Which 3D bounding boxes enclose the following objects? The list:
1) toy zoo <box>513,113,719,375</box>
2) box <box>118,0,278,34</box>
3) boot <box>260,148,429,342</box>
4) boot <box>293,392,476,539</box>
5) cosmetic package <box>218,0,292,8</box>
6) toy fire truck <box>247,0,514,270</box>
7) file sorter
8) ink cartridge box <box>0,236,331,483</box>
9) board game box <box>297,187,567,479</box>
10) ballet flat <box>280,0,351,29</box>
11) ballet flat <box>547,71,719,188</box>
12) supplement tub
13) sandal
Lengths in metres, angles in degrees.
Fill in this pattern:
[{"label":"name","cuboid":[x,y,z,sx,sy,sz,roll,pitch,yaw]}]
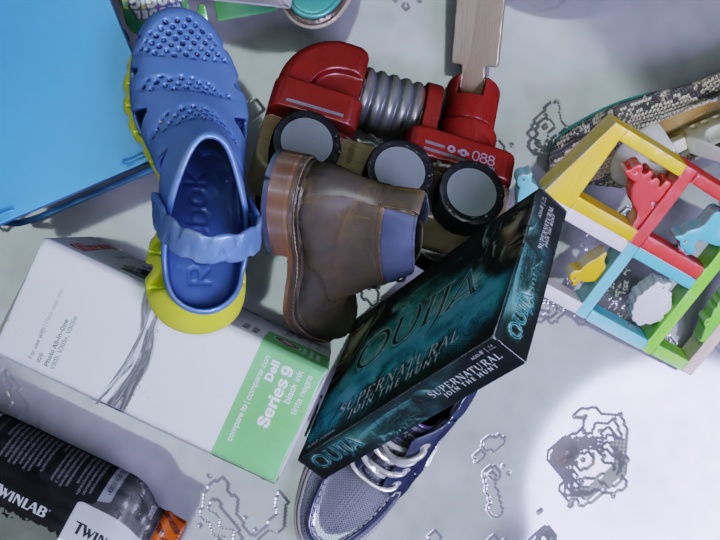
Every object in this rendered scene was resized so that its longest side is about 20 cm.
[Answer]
[{"label":"toy zoo","cuboid":[0.190,-0.020,0.819,0.199,0.020,0.132,28,112,-17]},{"label":"box","cuboid":[-0.129,-0.271,0.840,0.117,0.048,0.201,-11,89,-8]},{"label":"boot","cuboid":[0.000,0.000,0.775,0.096,0.200,0.075,10,63,14]},{"label":"boot","cuboid":[0.017,0.121,0.831,0.073,0.090,0.201,32,90,-2]},{"label":"cosmetic package","cuboid":[-0.081,-0.284,0.763,0.087,0.103,0.201,10,86,22]},{"label":"toy fire truck","cuboid":[0.029,-0.126,0.826,0.175,0.129,0.201,16,66,-6]},{"label":"file sorter","cuboid":[-0.222,-0.142,0.806,0.138,0.123,0.201,-23,91,-1]},{"label":"ink cartridge box","cuboid":[-0.126,0.054,0.799,0.199,0.146,0.084,25,91,-2]},{"label":"board game box","cuboid":[0.044,0.043,0.761,0.028,0.136,0.200,38,134,-15]},{"label":"ballet flat","cuboid":[-0.027,-0.261,0.835,0.069,0.069,0.202,3,84,-1]},{"label":"ballet flat","cuboid":[0.235,-0.098,0.837,0.199,0.076,0.068,-21,136,-2]},{"label":"supplement tub","cuboid":[-0.228,0.174,0.811,0.199,0.123,0.123,25,90,-1]},{"label":"sandal","cuboid":[-0.095,-0.068,0.711,0.079,0.087,0.201,-7,78,-20]}]
